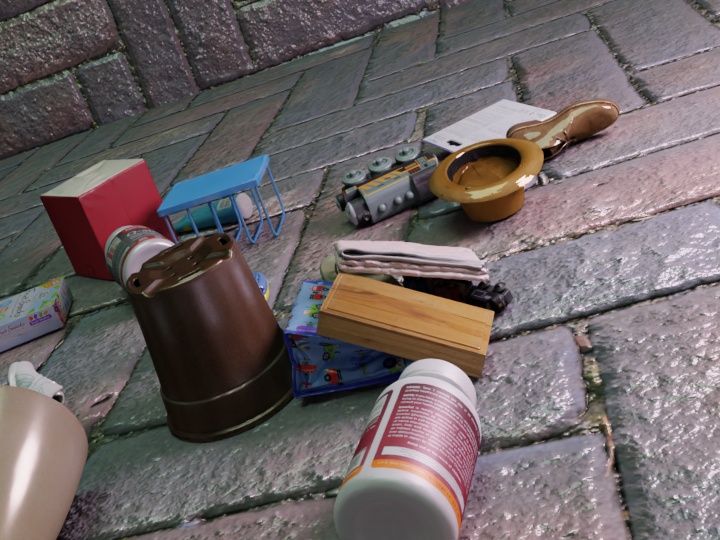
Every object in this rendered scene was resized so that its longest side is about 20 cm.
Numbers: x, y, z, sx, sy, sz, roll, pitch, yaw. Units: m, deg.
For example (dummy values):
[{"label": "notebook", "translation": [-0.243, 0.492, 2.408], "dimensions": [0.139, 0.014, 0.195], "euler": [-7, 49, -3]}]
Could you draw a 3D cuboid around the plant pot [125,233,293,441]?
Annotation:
[{"label": "plant pot", "translation": [-0.193, 0.075, 1.190], "dimensions": [0.196, 0.201, 0.201], "euler": [-17, 24, 8]}]

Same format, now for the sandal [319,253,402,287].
[{"label": "sandal", "translation": [0.001, 0.000, 1.372], "dimensions": [0.079, 0.058, 0.200], "euler": [-29, 24, -19]}]

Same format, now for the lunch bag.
[{"label": "lunch bag", "translation": [0.015, 0.076, 1.173], "dimensions": [0.195, 0.096, 0.151], "euler": [-5, 23, 8]}]

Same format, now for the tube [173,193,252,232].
[{"label": "tube", "translation": [-0.308, -0.113, 1.906], "dimensions": [0.197, 0.051, 0.077], "euler": [-11, 20, 35]}]

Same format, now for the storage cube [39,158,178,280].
[{"label": "storage cube", "translation": [-0.506, -0.106, 1.880], "dimensions": [0.198, 0.183, 0.170], "euler": [7, 35, 46]}]

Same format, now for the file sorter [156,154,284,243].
[{"label": "file sorter", "translation": [-0.254, -0.111, 1.751], "dimensions": [0.196, 0.125, 0.139], "euler": [-16, 23, 11]}]

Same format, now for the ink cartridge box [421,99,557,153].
[{"label": "ink cartridge box", "translation": [0.240, -0.252, 1.745], "dimensions": [0.197, 0.044, 0.196], "euler": [-28, 25, -11]}]

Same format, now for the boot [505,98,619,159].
[{"label": "boot", "translation": [0.347, -0.228, 1.590], "dimensions": [0.196, 0.074, 0.076], "euler": [-18, 41, 19]}]

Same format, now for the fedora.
[{"label": "fedora", "translation": [0.201, -0.133, 1.464], "dimensions": [0.196, 0.083, 0.202], "euler": [-16, 29, 9]}]

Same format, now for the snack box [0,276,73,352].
[{"label": "snack box", "translation": [-0.637, 0.092, 1.720], "dimensions": [0.196, 0.054, 0.143], "euler": [-21, 24, -2]}]

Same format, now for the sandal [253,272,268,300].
[{"label": "sandal", "translation": [-0.224, 0.052, 1.415], "dimensions": [0.199, 0.089, 0.079], "euler": [-33, 24, -31]}]

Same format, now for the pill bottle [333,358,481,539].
[{"label": "pill bottle", "translation": [0.053, 0.174, 0.874], "dimensions": [0.111, 0.115, 0.201], "euler": [-10, 25, 23]}]

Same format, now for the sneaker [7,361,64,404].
[{"label": "sneaker", "translation": [-0.474, 0.188, 1.369], "dimensions": [0.079, 0.072, 0.200], "euler": [-11, 22, -18]}]

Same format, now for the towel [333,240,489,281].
[{"label": "towel", "translation": [0.063, -0.017, 1.239], "dimensions": [0.195, 0.033, 0.191], "euler": [5, 5, -2]}]

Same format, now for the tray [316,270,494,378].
[{"label": "tray", "translation": [0.055, 0.060, 1.106], "dimensions": [0.196, 0.038, 0.099], "euler": [14, 30, 8]}]

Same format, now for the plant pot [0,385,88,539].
[{"label": "plant pot", "translation": [-0.400, 0.264, 1.012], "dimensions": [0.184, 0.190, 0.202], "euler": [-18, 37, 5]}]

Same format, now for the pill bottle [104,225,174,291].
[{"label": "pill bottle", "translation": [-0.388, -0.016, 1.662], "dimensions": [0.115, 0.118, 0.199], "euler": [-29, 24, -20]}]

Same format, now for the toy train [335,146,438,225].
[{"label": "toy train", "translation": [0.054, -0.145, 1.624], "dimensions": [0.197, 0.086, 0.114], "euler": [-24, 33, -7]}]

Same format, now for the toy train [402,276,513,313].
[{"label": "toy train", "translation": [0.121, 0.028, 1.243], "dimensions": [0.046, 0.034, 0.198], "euler": [-44, 30, -23]}]
